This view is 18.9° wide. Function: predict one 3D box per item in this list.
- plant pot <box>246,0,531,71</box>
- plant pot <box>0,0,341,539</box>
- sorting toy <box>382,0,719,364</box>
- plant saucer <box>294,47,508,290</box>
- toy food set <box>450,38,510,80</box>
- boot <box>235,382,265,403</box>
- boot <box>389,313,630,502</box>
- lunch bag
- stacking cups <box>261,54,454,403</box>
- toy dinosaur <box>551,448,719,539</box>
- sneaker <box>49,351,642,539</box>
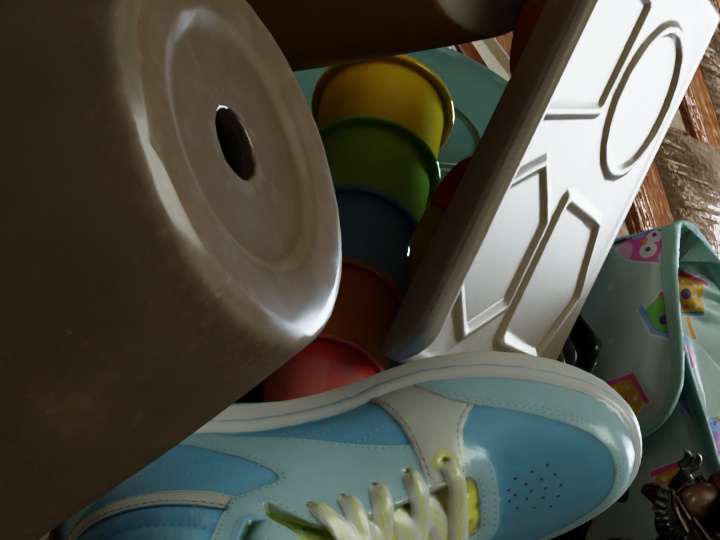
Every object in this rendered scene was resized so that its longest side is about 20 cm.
[{"bbox_3d":[-0.022,-0.156,0.811,0.199,0.182,0.202,-17,112,-51],"label":"plant pot"},{"bbox_3d":[-0.104,-0.003,0.605,0.200,0.173,0.202,49,31,-42],"label":"plant pot"},{"bbox_3d":[0.072,-0.042,0.824,0.186,0.036,0.200,-64,161,0],"label":"sorting toy"},{"bbox_3d":[0.022,-0.057,0.966,0.198,0.028,0.201,18,32,-11],"label":"plant saucer"},{"bbox_3d":[0.072,-0.105,1.198,0.144,0.060,0.200,53,23,-11],"label":"toy food set"},{"bbox_3d":[-0.044,0.110,0.789,0.154,0.073,0.204,48,37,-24],"label":"boot"},{"bbox_3d":[0.056,0.109,0.923,0.068,0.130,0.202,32,43,-57],"label":"boot"},{"bbox_3d":[0.112,0.090,1.014,0.122,0.169,0.202,-22,92,-58],"label":"lunch bag"},{"bbox_3d":[0.000,0.000,0.812,0.061,0.060,0.201,53,28,-33],"label":"stacking cups"},{"bbox_3d":[0.130,0.142,0.879,0.135,0.102,0.202,10,100,-52],"label":"toy dinosaur"},{"bbox_3d":[-0.002,0.092,0.672,0.131,0.198,0.080,-99,179,-65],"label":"sneaker"}]
